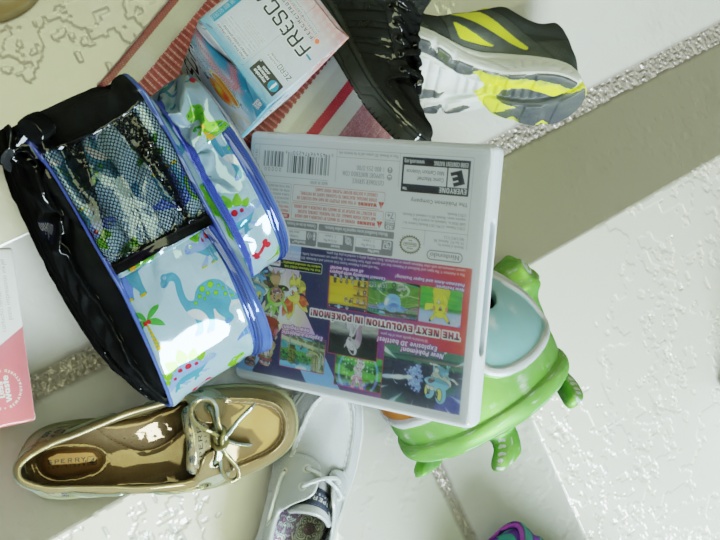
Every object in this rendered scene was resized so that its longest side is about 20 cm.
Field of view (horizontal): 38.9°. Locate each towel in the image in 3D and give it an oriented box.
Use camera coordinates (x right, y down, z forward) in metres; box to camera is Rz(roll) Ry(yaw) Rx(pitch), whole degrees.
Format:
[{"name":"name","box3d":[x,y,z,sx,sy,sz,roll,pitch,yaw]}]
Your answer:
[{"name":"towel","box3d":[-0.080,-0.126,0.780,0.199,0.023,0.145,40,77,-12]}]

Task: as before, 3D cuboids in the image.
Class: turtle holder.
[{"name":"turtle holder","box3d":[0.090,0.057,0.767,0.184,0.141,0.133,-30,96,-17]}]

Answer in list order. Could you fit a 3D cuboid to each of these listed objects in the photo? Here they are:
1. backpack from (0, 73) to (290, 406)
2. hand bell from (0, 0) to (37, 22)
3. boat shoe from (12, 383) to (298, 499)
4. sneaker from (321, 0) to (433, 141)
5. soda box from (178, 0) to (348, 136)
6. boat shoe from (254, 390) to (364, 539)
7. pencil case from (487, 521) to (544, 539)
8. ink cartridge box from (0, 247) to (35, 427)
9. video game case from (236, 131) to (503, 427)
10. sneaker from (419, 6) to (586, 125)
[{"name":"backpack","box3d":[-0.132,-0.023,0.670,0.146,0.183,0.202,-29,102,-18]},{"name":"hand bell","box3d":[-0.241,-0.233,0.632,0.103,0.200,0.106,1,87,-18]},{"name":"boat shoe","box3d":[-0.138,0.125,0.709,0.197,0.063,0.074,-12,88,-11]},{"name":"sneaker","box3d":[0.022,-0.189,0.736,0.104,0.060,0.201,-37,68,13]},{"name":"soda box","box3d":[-0.072,-0.134,0.667,0.068,0.200,0.064,-42,98,-12]},{"name":"boat shoe","box3d":[-0.041,0.172,0.751,0.071,0.068,0.202,27,79,-16]},{"name":"pencil case","box3d":[0.169,0.291,0.810,0.200,0.085,0.093,41,47,-12]},{"name":"ink cartridge box","box3d":[-0.314,0.056,0.628,0.198,0.067,0.118,-9,91,-40]},{"name":"video game case","box3d":[0.000,0.000,0.711,0.023,0.198,0.185,-3,100,-58]},{"name":"sneaker","box3d":[0.083,-0.174,0.824,0.197,0.075,0.085,13,51,-9]}]
